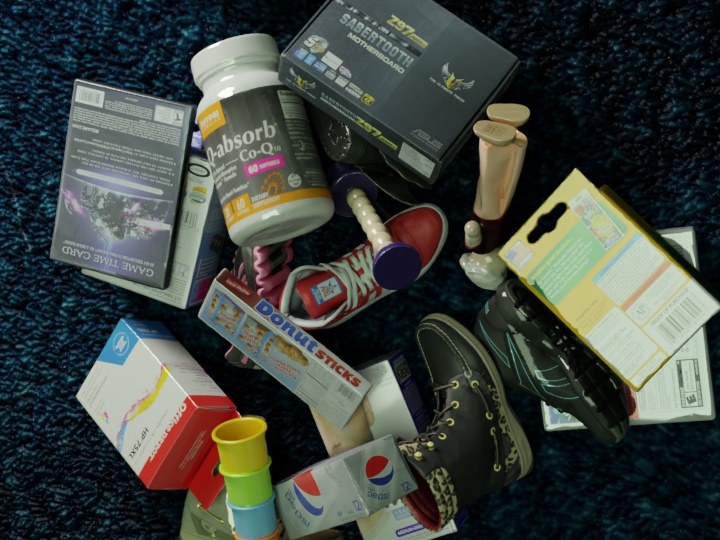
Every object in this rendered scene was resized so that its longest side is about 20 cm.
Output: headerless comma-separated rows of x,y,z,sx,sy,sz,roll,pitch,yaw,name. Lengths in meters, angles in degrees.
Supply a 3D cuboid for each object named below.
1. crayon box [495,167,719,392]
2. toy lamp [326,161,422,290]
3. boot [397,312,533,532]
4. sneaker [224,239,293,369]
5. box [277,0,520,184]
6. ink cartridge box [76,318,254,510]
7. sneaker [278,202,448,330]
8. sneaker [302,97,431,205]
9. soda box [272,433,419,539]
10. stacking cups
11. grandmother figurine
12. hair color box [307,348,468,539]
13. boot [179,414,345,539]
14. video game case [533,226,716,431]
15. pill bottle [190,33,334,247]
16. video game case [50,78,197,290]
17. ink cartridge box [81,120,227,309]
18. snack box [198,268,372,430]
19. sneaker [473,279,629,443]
0.253,0.006,1.563,0.200,0.052,0.126,44,109,4,crayon box
0.007,-0.053,1.586,0.058,0.200,0.059,-8,123,-13,toy lamp
0.084,0.159,1.610,0.073,0.150,0.201,-19,100,52,boot
-0.123,0.018,1.697,0.095,0.079,0.202,-1,98,28,sneaker
0.039,-0.205,1.570,0.199,0.051,0.158,36,63,8,box
-0.217,0.159,1.706,0.200,0.067,0.117,44,110,33,ink cartridge box
0.000,0.000,1.628,0.200,0.112,0.072,-38,78,18,sneaker
0.002,-0.161,1.627,0.060,0.104,0.201,-49,47,37,sneaker
-0.022,0.227,1.606,0.064,0.068,0.200,64,150,3,soda box
-0.111,0.258,1.654,0.060,0.061,0.202,-4,112,17,stacking cups
0.135,-0.063,1.574,0.060,0.121,0.201,23,133,26,grandmother figurine
0.029,0.200,1.682,0.109,0.065,0.202,-22,91,20,hair color box
-0.108,0.244,1.727,0.198,0.072,0.156,6,99,19,boot
0.269,0.063,1.608,0.180,0.023,0.202,-6,99,17,video game case
-0.106,-0.135,1.607,0.116,0.116,0.202,-21,80,19,pill bottle
-0.257,-0.093,1.663,0.142,0.019,0.202,14,104,16,video game case
-0.214,-0.075,1.700,0.135,0.076,0.202,18,106,14,ink cartridge box
-0.081,0.084,1.631,0.199,0.024,0.072,38,140,6,snack box
0.197,0.103,1.597,0.200,0.075,0.079,51,123,9,sneaker
